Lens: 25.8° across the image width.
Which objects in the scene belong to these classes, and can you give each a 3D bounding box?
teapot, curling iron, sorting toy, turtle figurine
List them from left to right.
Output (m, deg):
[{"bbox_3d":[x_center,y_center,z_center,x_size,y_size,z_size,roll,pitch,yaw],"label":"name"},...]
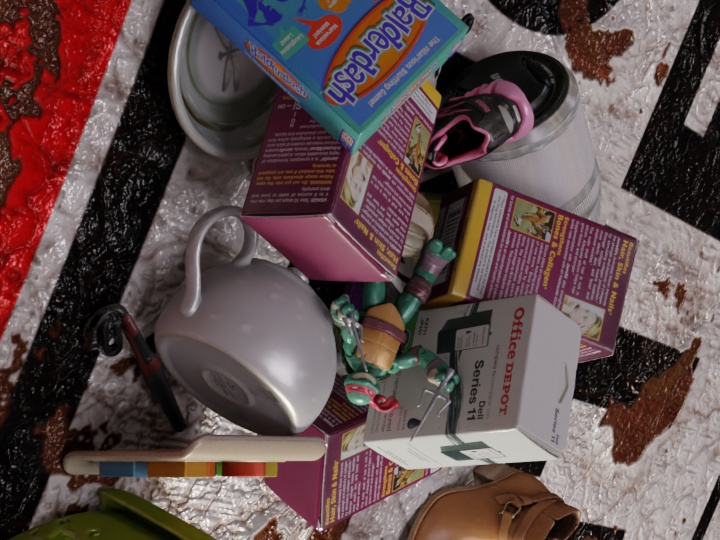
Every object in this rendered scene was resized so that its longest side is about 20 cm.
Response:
[{"bbox_3d":[-0.216,0.099,1.548,0.049,0.026,0.201,-33,139,-4],"label":"curling iron"},{"bbox_3d":[-0.161,0.187,1.529,0.184,0.198,0.037,8,75,-48],"label":"sorting toy"},{"bbox_3d":[-0.098,0.055,1.539,0.147,0.196,0.200,-57,179,-25],"label":"teapot"},{"bbox_3d":[0.023,0.059,1.536,0.149,0.100,0.202,27,66,-28],"label":"turtle figurine"}]

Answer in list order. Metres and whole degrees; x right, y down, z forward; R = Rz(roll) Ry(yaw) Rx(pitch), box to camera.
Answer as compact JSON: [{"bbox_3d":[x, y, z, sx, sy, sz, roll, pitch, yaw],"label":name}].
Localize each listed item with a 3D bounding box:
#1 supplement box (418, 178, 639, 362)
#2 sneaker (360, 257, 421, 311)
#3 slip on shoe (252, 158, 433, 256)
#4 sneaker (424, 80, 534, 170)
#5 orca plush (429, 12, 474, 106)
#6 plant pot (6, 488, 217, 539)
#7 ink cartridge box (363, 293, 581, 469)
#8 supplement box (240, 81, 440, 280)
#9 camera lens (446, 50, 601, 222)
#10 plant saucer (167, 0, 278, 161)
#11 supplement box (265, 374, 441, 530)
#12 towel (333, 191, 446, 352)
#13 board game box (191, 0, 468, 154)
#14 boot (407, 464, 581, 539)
[{"bbox_3d":[0.175,0.003,1.659,0.198,0.103,0.133,21,74,-16],"label":"supplement box"},{"bbox_3d":[0.000,0.000,1.678,0.111,0.073,0.203,-17,107,-17],"label":"sneaker"},{"bbox_3d":[-0.015,-0.083,1.594,0.061,0.198,0.076,-77,-168,-44],"label":"slip on shoe"},{"bbox_3d":[0.080,-0.135,1.620,0.095,0.199,0.080,-47,112,-42],"label":"sneaker"},{"bbox_3d":[0.051,-0.212,1.624,0.200,0.105,0.072,-45,126,-25],"label":"orca plush"},{"bbox_3d":[-0.228,0.340,1.529,0.181,0.198,0.201,-34,131,-38],"label":"plant pot"},{"bbox_3d":[0.111,0.114,1.579,0.083,0.198,0.148,34,57,-41],"label":"ink cartridge box"},{"bbox_3d":[-0.014,-0.108,1.466,0.131,0.102,0.202,44,54,-50],"label":"supplement box"},{"bbox_3d":[0.179,-0.129,1.752,0.160,0.159,0.201,-44,136,-22],"label":"camera lens"},{"bbox_3d":[-0.112,-0.207,1.483,0.199,0.050,0.203,-24,126,-38],"label":"plant saucer"},{"bbox_3d":[0.003,0.174,1.726,0.198,0.103,0.132,-20,129,-37],"label":"supplement box"},{"bbox_3d":[0.036,0.003,1.770,0.143,0.023,0.203,0,109,-48],"label":"towel"},{"bbox_3d":[-0.027,-0.224,1.387,0.152,0.200,0.045,-46,174,-21],"label":"board game box"},{"bbox_3d":[0.167,0.329,1.972,0.199,0.154,0.078,-31,130,-33],"label":"boot"}]
